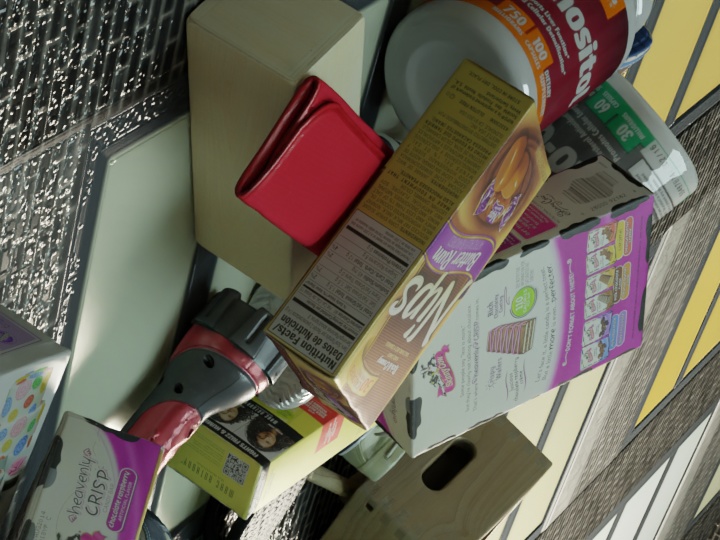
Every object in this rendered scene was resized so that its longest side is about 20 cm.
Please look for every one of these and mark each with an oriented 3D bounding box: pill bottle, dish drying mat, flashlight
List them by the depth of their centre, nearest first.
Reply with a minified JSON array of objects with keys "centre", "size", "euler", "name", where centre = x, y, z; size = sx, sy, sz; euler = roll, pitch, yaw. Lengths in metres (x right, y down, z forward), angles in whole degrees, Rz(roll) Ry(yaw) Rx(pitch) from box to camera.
[{"centre":[-0.015,-0.048,1.168],"size":[0.077,0.018,0.200],"euler":[-56,161,-1],"name":"dish drying mat"},{"centre":[-0.122,0.106,1.298],"size":[0.200,0.068,0.068],"euler":[-52,161,-17],"name":"flashlight"},{"centre":[0.113,-0.158,1.397],"size":[0.200,0.113,0.113],"euler":[-39,154,-44],"name":"pill bottle"},{"centre":[0.133,-0.043,1.499],"size":[0.200,0.113,0.113],"euler":[-39,160,1],"name":"pill bottle"}]

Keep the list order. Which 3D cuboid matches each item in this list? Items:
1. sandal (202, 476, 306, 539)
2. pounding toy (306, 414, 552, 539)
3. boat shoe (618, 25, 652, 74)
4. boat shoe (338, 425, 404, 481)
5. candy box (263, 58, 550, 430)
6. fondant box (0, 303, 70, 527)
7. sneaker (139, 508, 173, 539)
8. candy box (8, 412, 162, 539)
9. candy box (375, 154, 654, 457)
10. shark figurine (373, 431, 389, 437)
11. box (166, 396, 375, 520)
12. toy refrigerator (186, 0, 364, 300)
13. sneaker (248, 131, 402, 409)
[{"centre":[-0.092,0.184,1.544],"size":[0.075,0.048,0.201],"euler":[-42,168,-40],"name":"sandal"},{"centre":[0.033,0.198,1.766],"size":[0.200,0.142,0.184],"euler":[-39,168,-36],"name":"pounding toy"},{"centre":[0.141,-0.146,1.567],"size":[0.200,0.072,0.072],"euler":[-24,148,-42],"name":"boat shoe"},{"centre":[0.051,0.085,1.672],"size":[0.200,0.062,0.072],"euler":[-44,-170,-20],"name":"boat shoe"},{"centre":[0.032,-0.012,1.228],"size":[0.200,0.056,0.117],"euler":[-53,161,-9],"name":"candy box"},{"centre":[-0.239,0.123,1.054],"size":[0.144,0.058,0.200],"euler":[-21,140,-61],"name":"fondant box"},{"centre":[-0.189,0.240,1.333],"size":[0.200,0.078,0.086],"euler":[-59,158,3],"name":"sneaker"},{"centre":[-0.177,0.192,1.151],"size":[0.200,0.061,0.137],"euler":[120,-12,-46],"name":"candy box"},{"centre":[0.097,0.022,1.390],"size":[0.200,0.061,0.137],"euler":[-23,133,-26],"name":"candy box"},{"centre":[0.102,0.063,1.613],"size":[0.089,0.128,0.215],"euler":[-22,-145,54],"name":"shark figurine"},{"centre":[-0.047,0.099,1.465],"size":[0.200,0.075,0.050],"euler":[-29,146,-53],"name":"box"},{"centre":[-0.047,-0.078,1.187],"size":[0.070,0.076,0.200],"euler":[-47,158,-29],"name":"toy refrigerator"},{"centre":[0.000,0.000,1.413],"size":[0.129,0.079,0.200],"euler":[-5,115,-56],"name":"sneaker"}]
